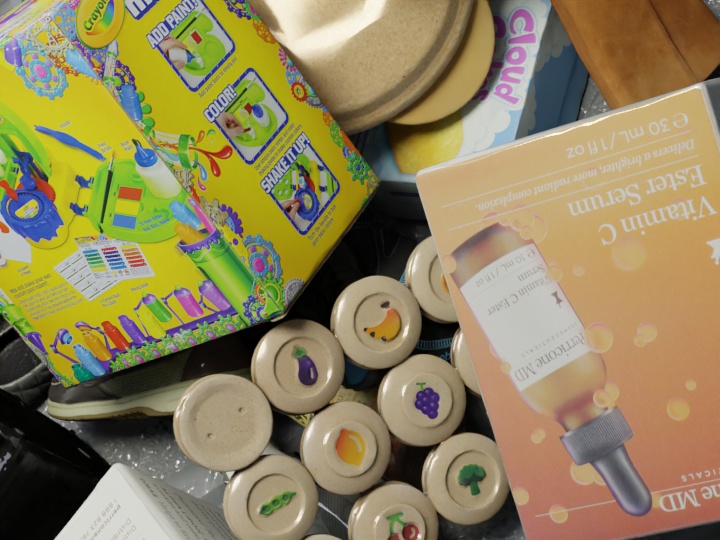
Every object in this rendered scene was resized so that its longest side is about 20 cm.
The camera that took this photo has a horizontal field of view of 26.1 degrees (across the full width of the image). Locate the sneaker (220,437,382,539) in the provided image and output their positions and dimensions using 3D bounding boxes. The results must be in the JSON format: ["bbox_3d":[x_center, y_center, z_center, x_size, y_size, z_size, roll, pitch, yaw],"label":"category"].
[{"bbox_3d":[-0.014,0.146,0.895,0.079,0.074,0.200,-43,57,-4],"label":"sneaker"}]

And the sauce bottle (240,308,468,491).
[{"bbox_3d":[-0.025,0.064,0.940,0.200,0.066,0.066,26,83,39],"label":"sauce bottle"}]

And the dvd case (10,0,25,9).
[{"bbox_3d":[-0.156,-0.093,0.969,0.143,0.200,0.018,28,49,29],"label":"dvd case"}]

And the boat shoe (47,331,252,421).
[{"bbox_3d":[-0.133,0.059,0.979,0.201,0.072,0.066,-10,86,49],"label":"boat shoe"}]

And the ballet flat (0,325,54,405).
[{"bbox_3d":[-0.222,0.042,1.082,0.200,0.057,0.067,-36,52,13],"label":"ballet flat"}]

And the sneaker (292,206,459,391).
[{"bbox_3d":[0.000,0.000,0.929,0.200,0.082,0.073,-119,33,-46],"label":"sneaker"}]

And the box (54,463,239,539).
[{"bbox_3d":[-0.113,0.254,0.860,0.199,0.131,0.200,-50,50,3],"label":"box"}]

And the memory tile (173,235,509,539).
[{"bbox_3d":[0.014,0.082,0.825,0.200,0.153,0.017,-32,8,-18],"label":"memory tile"}]

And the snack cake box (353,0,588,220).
[{"bbox_3d":[0.078,-0.131,0.966,0.115,0.067,0.200,5,71,35],"label":"snack cake box"}]

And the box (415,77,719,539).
[{"bbox_3d":[0.139,0.021,0.772,0.152,0.106,0.200,-17,91,25],"label":"box"}]

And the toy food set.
[{"bbox_3d":[-0.025,-0.175,0.909,0.200,0.049,0.198,-9,89,8],"label":"toy food set"}]

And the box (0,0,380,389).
[{"bbox_3d":[-0.135,-0.060,0.858,0.200,0.193,0.122,-18,26,43],"label":"box"}]

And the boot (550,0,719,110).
[{"bbox_3d":[0.099,-0.157,0.864,0.188,0.200,0.068,-36,7,-35],"label":"boot"}]

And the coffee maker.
[{"bbox_3d":[-0.268,0.170,0.964,0.200,0.192,0.135,-53,24,-4],"label":"coffee maker"}]
